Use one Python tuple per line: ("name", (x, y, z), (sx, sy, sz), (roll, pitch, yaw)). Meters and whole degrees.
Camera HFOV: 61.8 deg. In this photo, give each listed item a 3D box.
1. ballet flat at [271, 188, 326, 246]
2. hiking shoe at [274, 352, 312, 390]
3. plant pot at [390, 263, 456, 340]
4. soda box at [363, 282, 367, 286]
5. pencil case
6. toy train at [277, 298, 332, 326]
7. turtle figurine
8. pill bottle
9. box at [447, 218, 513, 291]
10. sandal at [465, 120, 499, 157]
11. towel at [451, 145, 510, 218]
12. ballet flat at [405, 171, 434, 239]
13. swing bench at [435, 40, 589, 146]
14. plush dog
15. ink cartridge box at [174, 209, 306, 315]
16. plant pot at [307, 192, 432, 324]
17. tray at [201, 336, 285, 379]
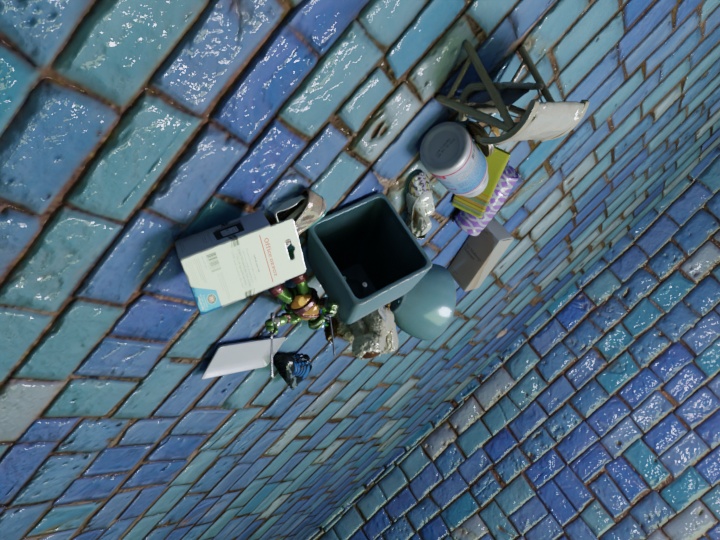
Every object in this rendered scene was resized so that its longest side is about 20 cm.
("ballet flat", (-0.151, -0.076, 1.105), (0.200, 0.068, 0.067), (-45, 134, -2))
("hiking shoe", (-0.172, 0.238, 1.545), (0.086, 0.075, 0.201), (-40, 164, -15))
("plant pot", (0.134, 0.071, 1.567), (0.132, 0.202, 0.202), (14, 125, -34))
("soda box", (0.063, -0.003, 1.477), (0.197, 0.064, 0.069), (-27, 152, -23))
("pencil case", (0.317, -0.181, 1.519), (0.202, 0.083, 0.086), (-56, -176, 33))
("toy train", (-0.124, 0.088, 1.380), (0.042, 0.056, 0.199), (-56, 151, 4))
("turtle figurine", (-0.124, 0.076, 1.192), (0.196, 0.141, 0.202), (60, 42, -29))
("pill bottle", (0.207, -0.226, 1.274), (0.109, 0.109, 0.199), (-45, 152, 12))
("box", (0.345, -0.046, 1.746), (0.077, 0.095, 0.202), (-11, 140, -42))
("sandal", (0.261, -0.282, 1.245), (0.054, 0.081, 0.200), (-36, 180, 16))
("towel", (0.283, -0.215, 1.425), (0.018, 0.084, 0.202), (-56, 168, -41))
("ballet flat", (0.140, -0.139, 1.365), (0.071, 0.072, 0.202), (-30, 151, -17))
("swing bench", (0.287, -0.317, 1.136), (0.196, 0.201, 0.131), (-12, 144, -41))
("plush dog", (-0.005, 0.131, 1.503), (0.167, 0.166, 0.199), (0, 180, 22))
("ink cartridge box", (-0.202, -0.021, 1.027), (0.196, 0.067, 0.118), (-22, 125, -15))
("plant pot", (0.000, 0.000, 1.271), (0.193, 0.198, 0.201), (-25, 159, -26))
("tray", (-0.271, 0.194, 1.389), (0.197, 0.022, 0.108), (-3, 134, -50))
